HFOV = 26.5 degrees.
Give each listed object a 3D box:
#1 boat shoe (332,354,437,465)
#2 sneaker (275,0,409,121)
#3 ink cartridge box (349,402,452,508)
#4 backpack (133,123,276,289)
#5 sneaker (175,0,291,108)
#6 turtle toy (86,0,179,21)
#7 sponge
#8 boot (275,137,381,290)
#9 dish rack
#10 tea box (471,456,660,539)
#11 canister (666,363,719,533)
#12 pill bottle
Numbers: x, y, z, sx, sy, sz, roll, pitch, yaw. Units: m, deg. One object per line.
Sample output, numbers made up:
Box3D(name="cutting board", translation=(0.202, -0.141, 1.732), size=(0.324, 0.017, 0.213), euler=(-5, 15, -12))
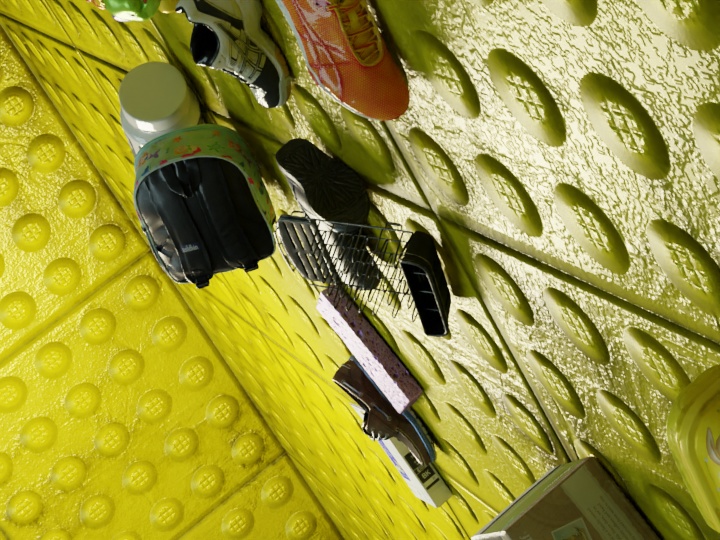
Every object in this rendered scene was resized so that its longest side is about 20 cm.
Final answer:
Box3D(name="boat shoe", translation=(0.034, 0.218, 2.280), size=(0.200, 0.072, 0.072), euler=(51, 168, 8))
Box3D(name="sneaker", translation=(-0.020, -0.213, 1.325), size=(0.200, 0.073, 0.077), euler=(53, 158, -16))
Box3D(name="ink cartridge box", translation=(0.064, 0.282, 2.426), size=(0.201, 0.039, 0.099), euler=(55, 167, -15))
Box3D(name="backpack", translation=(-0.213, -0.102, 2.061), size=(0.151, 0.176, 0.201), euler=(-97, -12, -45))
Box3D(name="sneaker", translation=(-0.141, -0.239, 1.640), size=(0.076, 0.088, 0.200), euler=(39, 163, 39))
Box3D(name="turtle toy", translation=(-0.281, -0.352, 1.797), size=(0.200, 0.101, 0.146), euler=(36, 160, 51))
Box3D(name="sponge", translation=(0.011, 0.111, 2.171), size=(0.200, 0.030, 0.112), euler=(52, 167, 6))
Box3D(name="boot", translation=(-0.019, -0.041, 1.786), size=(0.165, 0.065, 0.201), euler=(52, 167, 42))
Box3D(name="dish rack", translation=(0.000, 0.000, 1.673), size=(0.199, 0.055, 0.154), euler=(9, 149, 20))
Box3D(name="tea box", translation=(0.247, 0.329, 1.689), size=(0.200, 0.133, 0.197), euler=(51, 168, 4))
Box3D(name="canister", translation=(0.324, 0.163, 1.079), size=(0.200, 0.086, 0.149), euler=(30, 154, 57))
Box3D(name="pill bottle", translation=(-0.276, -0.202, 2.157), size=(0.114, 0.114, 0.200), euler=(48, 166, 20))
